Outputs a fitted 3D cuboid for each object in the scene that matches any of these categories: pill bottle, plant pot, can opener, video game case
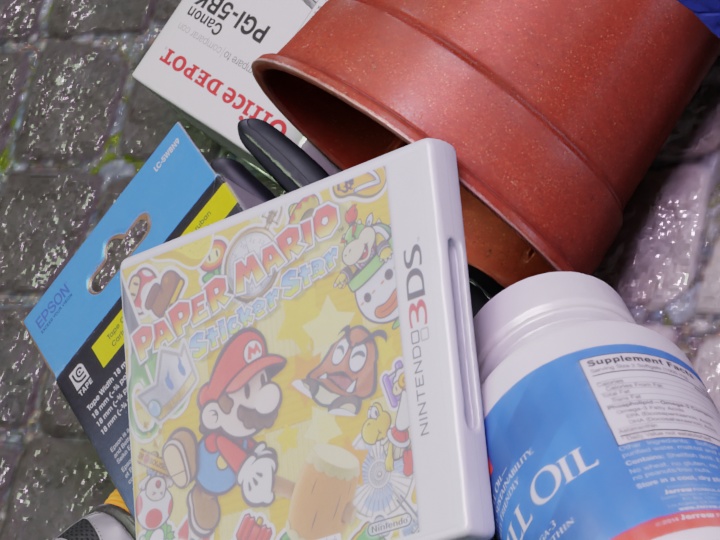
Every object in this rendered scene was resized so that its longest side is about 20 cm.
[{"bbox_3d":[0.109,0.093,1.251,0.112,0.112,0.200,-41,37,14],"label":"pill bottle"},{"bbox_3d":[0.084,-0.115,1.406,0.201,0.201,0.195,30,80,43],"label":"plant pot"},{"bbox_3d":[0.000,0.000,1.440,0.200,0.079,0.063,37,103,18],"label":"can opener"},{"bbox_3d":[-0.030,0.054,1.308,0.200,0.023,0.182,-21,66,38],"label":"video game case"}]

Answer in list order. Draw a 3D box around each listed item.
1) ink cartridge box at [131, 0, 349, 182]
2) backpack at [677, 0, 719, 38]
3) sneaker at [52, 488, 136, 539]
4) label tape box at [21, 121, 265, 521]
[{"bbox_3d":[-0.007,-0.142,1.551,0.147,0.083,0.200,33,89,42],"label":"ink cartridge box"},{"bbox_3d":[0.226,-0.207,1.265,0.162,0.168,0.200,3,66,42],"label":"backpack"},{"bbox_3d":[-0.091,0.201,1.410,0.077,0.078,0.200,-26,64,-23],"label":"sneaker"},{"bbox_3d":[-0.066,0.048,1.403,0.144,0.063,0.200,-50,50,21],"label":"label tape box"}]
